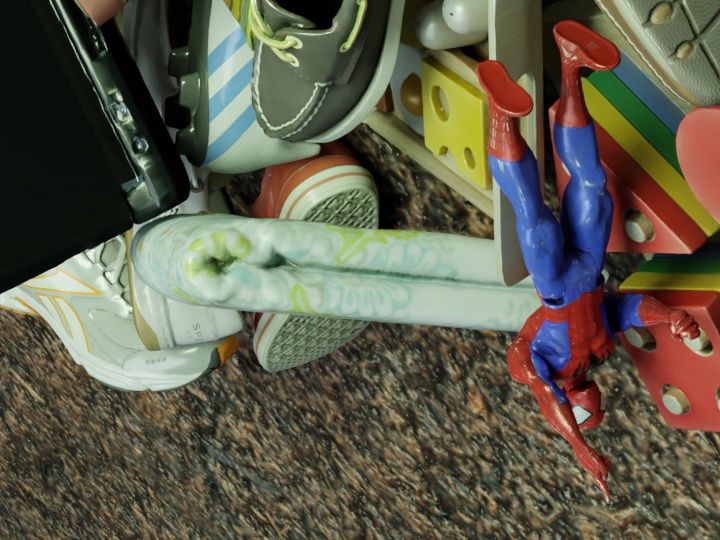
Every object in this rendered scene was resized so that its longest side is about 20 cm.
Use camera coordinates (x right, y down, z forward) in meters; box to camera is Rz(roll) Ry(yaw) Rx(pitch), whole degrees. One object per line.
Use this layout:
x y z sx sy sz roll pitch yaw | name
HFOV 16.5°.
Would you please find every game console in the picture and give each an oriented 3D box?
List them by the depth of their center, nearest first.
-0.177 -0.099 1.193 0.176 0.116 0.201 -93 -22 -86 | game console

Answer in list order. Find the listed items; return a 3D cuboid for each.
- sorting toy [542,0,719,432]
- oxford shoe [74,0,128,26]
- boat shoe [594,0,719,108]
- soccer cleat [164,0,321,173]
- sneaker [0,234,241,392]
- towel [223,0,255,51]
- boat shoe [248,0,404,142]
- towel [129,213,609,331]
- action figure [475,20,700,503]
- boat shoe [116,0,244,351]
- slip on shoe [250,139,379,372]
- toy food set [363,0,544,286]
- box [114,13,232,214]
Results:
0.162 -0.016 1.033 0.200 0.070 0.199 2 127 56 | sorting toy
-0.108 -0.169 1.126 0.071 0.075 0.200 55 -175 -27 | oxford shoe
0.096 -0.152 0.949 0.201 0.075 0.072 65 163 7 | boat shoe
-0.045 -0.139 1.208 0.070 0.086 0.201 -113 26 -52 | soccer cleat
-0.152 -0.005 1.378 0.199 0.076 0.092 25 139 30 | sneaker
-0.080 -0.191 1.133 0.200 0.018 0.086 56 143 40 | towel
-0.015 -0.122 1.018 0.072 0.060 0.202 56 144 25 | boat shoe
0.000 0.000 1.167 0.171 0.199 0.048 176 98 -76 | towel
0.097 0.009 1.004 0.099 0.065 0.201 50 159 40 | action figure
-0.093 -0.059 1.326 0.071 0.069 0.201 76 -172 -84 | boat shoe
-0.028 -0.009 1.345 0.200 0.074 0.061 97 151 -57 | slip on shoe
0.015 -0.095 1.092 0.200 0.060 0.144 41 142 51 | toy food set
-0.137 -0.063 1.427 0.082 0.068 0.201 15 138 45 | box
